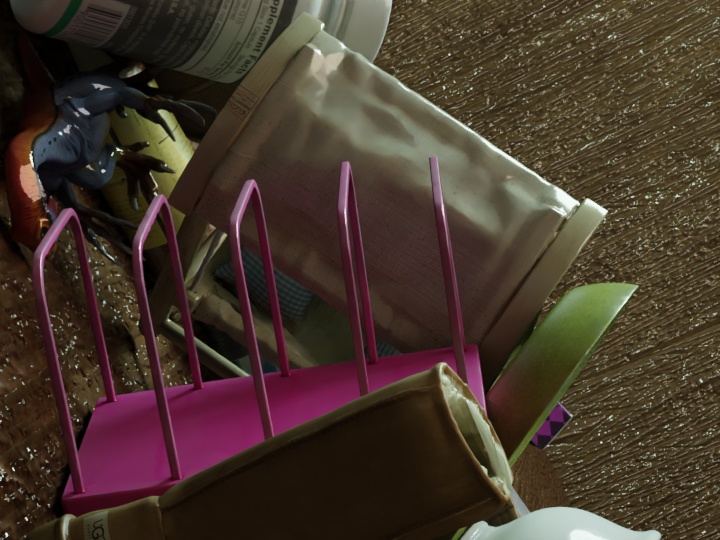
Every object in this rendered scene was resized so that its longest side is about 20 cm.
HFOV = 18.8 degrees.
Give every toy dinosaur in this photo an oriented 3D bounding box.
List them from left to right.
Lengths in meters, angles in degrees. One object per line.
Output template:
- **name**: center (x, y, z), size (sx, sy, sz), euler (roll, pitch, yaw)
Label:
- **toy dinosaur**: center (-0.168, -0.062, 1.205), size (0.181, 0.199, 0.105), euler (-13, 117, -61)

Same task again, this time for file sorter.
- **file sorter**: center (-0.046, 0.025, 1.046), size (0.139, 0.199, 0.126), euler (-88, 169, -74)

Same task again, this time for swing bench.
- **swing bench**: center (0.000, 0.000, 1.210), size (0.199, 0.130, 0.200), euler (34, -32, 8)

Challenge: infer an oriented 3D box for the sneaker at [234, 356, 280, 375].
- **sneaker**: center (-0.041, 0.062, 1.513), size (0.077, 0.081, 0.201), euler (-24, 90, -84)

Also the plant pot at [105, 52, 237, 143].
- **plant pot**: center (-0.124, -0.212, 1.380), size (0.198, 0.200, 0.201), euler (32, 28, -40)

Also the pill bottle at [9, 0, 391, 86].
- **pill bottle**: center (-0.090, -0.169, 1.245), size (0.199, 0.113, 0.113), euler (12, 39, -28)

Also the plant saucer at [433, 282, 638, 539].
- **plant saucer**: center (0.077, 0.081, 1.153), size (0.031, 0.200, 0.200), euler (37, 5, 7)

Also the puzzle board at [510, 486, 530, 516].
- **puzzle board**: center (0.061, 0.118, 1.485), size (0.200, 0.017, 0.151), euler (55, -11, 4)

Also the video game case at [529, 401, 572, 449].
- **video game case**: center (0.034, 0.022, 1.435), size (0.200, 0.036, 0.181), euler (46, -6, -19)

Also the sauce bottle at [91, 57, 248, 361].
- **sauce bottle**: center (-0.119, -0.034, 1.363), size (0.066, 0.066, 0.200), euler (-95, 161, -69)

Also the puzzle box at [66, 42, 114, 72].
- **puzzle box**: center (-0.167, -0.139, 1.507), size (0.201, 0.025, 0.133), euler (65, 8, 3)

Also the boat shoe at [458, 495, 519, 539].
- **boat shoe**: center (0.043, 0.134, 1.411), size (0.200, 0.072, 0.072), euler (48, -4, 23)

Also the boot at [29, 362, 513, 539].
- **boot**: center (-0.023, 0.127, 0.976), size (0.175, 0.199, 0.066), euler (50, 21, -58)

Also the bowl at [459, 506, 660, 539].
- **bowl**: center (0.074, 0.203, 1.210), size (0.090, 0.201, 0.201), euler (36, 3, 11)
